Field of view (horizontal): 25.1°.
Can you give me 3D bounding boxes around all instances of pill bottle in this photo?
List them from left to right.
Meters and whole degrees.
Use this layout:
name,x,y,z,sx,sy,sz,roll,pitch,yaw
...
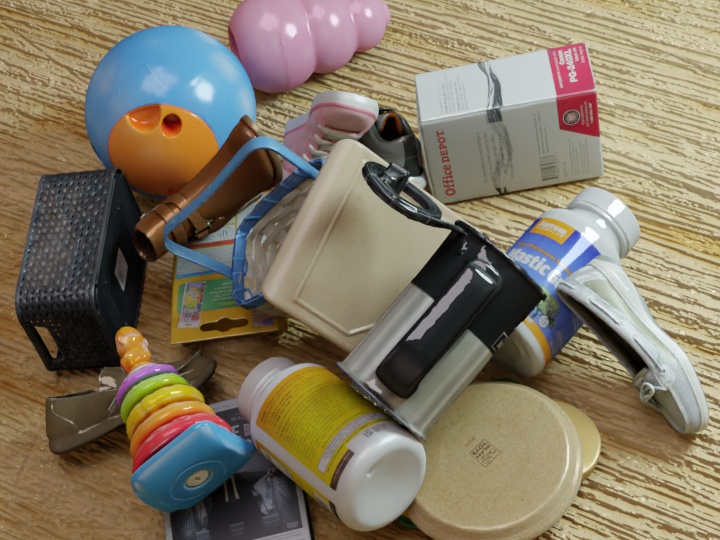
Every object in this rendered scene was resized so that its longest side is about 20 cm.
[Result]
name,x,y,z,sx,sy,sz,roll,pitch,yaw
pill bottle,-0.035,0.164,1.604,0.109,0.110,0.200,-40,46,-18
pill bottle,0.204,0.007,1.704,0.112,0.112,0.200,31,65,30

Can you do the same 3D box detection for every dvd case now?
name,x,y,z,sx,sy,sz,roll,pitch,yaw
dvd case,-0.133,0.222,1.671,0.149,0.025,0.201,-14,52,1

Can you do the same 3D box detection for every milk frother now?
name,x,y,z,sx,sy,sz,roll,pitch,yaw
milk frother,0.042,0.024,1.562,0.200,0.181,0.188,40,87,24

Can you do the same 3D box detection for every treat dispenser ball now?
name,x,y,z,sx,sy,sz,roll,pitch,yaw
treat dispenser ball,-0.221,-0.184,1.889,0.199,0.201,0.202,-6,52,8

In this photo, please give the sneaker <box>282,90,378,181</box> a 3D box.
name,x,y,z,sx,sy,sz,roll,pitch,yaw
sneaker,-0.038,-0.132,1.825,0.075,0.200,0.105,12,76,-20

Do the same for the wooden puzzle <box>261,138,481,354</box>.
name,x,y,z,sx,sy,sz,roll,pitch,yaw
wooden puzzle,0.014,-0.006,1.640,0.037,0.199,0.186,1,61,62

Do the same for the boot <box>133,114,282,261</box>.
name,x,y,z,sx,sy,sz,roll,pitch,yaw
boot,-0.172,-0.084,1.746,0.155,0.200,0.077,-33,87,-22

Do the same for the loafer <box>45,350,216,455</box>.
name,x,y,z,sx,sy,sz,roll,pitch,yaw
loafer,-0.249,0.129,1.724,0.199,0.076,0.068,-26,94,-7

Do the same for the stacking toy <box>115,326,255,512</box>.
name,x,y,z,sx,sy,sz,roll,pitch,yaw
stacking toy,-0.206,0.135,1.642,0.110,0.116,0.201,-38,59,8

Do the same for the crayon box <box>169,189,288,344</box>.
name,x,y,z,sx,sy,sz,roll,pitch,yaw
crayon box,-0.146,0.008,1.821,0.125,0.052,0.201,-8,51,7

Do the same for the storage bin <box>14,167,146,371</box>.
name,x,y,z,sx,sy,sz,roll,pitch,yaw
storage bin,-0.307,-0.001,1.809,0.093,0.136,0.201,-5,52,9

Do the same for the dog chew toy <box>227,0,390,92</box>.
name,x,y,z,sx,sy,sz,roll,pitch,yaw
dog chew toy,-0.060,-0.295,1.996,0.199,0.125,0.125,-17,51,-10

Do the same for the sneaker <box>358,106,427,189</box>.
name,x,y,z,sx,sy,sz,roll,pitch,yaw
sneaker,0.020,-0.161,1.877,0.073,0.080,0.200,-14,34,-23

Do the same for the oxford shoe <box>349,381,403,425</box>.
name,x,y,z,sx,sy,sz,roll,pitch,yaw
oxford shoe,0.037,0.123,1.692,0.075,0.058,0.200,35,82,25

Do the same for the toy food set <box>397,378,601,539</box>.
name,x,y,z,sx,sy,sz,roll,pitch,yaw
toy food set,0.127,0.193,1.619,0.197,0.049,0.201,19,60,25

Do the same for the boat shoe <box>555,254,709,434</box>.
name,x,y,z,sx,sy,sz,roll,pitch,yaw
boat shoe,0.274,0.082,1.620,0.065,0.074,0.203,-31,84,-15

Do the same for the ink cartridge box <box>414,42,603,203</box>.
name,x,y,z,sx,sy,sz,roll,pitch,yaw
ink cartridge box,0.166,-0.163,1.821,0.198,0.146,0.084,-9,52,5

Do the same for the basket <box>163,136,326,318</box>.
name,x,y,z,sx,sy,sz,roll,pitch,yaw
basket,-0.082,-0.043,1.693,0.176,0.199,0.140,-41,33,32
